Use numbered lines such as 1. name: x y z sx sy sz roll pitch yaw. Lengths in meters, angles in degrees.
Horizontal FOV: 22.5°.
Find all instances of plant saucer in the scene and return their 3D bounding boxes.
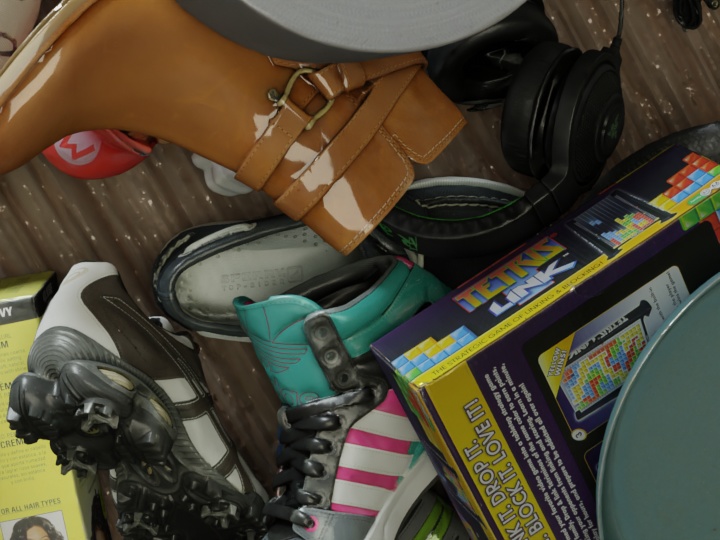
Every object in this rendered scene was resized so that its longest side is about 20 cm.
1. plant saucer: 0.184 0.074 0.781 0.200 0.027 0.201 -8 112 -20

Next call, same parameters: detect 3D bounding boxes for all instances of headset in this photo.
1. headset: 0.082 -0.086 0.856 0.200 0.094 0.124 -41 60 -2

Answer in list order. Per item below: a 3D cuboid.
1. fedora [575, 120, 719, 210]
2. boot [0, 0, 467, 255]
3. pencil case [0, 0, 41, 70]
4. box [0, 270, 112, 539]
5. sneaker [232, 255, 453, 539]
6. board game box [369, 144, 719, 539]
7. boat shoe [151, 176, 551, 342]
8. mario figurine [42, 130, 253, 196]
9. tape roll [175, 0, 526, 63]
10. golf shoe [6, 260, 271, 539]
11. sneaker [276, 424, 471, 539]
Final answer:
1. fedora: 0.195 -0.010 0.869 0.200 0.092 0.201 4 123 5
2. boot: -0.059 -0.063 0.765 0.200 0.077 0.155 -44 101 -29
3. pencil case: -0.192 -0.101 0.830 0.078 0.089 0.201 14 98 -27
4. box: -0.153 0.105 0.867 0.050 0.075 0.201 -11 100 -1
5. sneaker: -0.022 0.067 0.798 0.121 0.084 0.200 49 63 -20
6. board game box: 0.120 0.073 0.799 0.165 0.057 0.200 -32 118 -9
7. boat shoe: 0.000 0.000 0.875 0.199 0.060 0.076 -12 99 -4
8. mario figurine: -0.067 -0.117 0.826 0.200 0.106 0.123 -44 66 -7
9. tape roll: -0.004 -0.183 0.713 0.200 0.066 0.201 -1 91 -23
10. golf shoe: -0.087 0.072 0.849 0.078 0.095 0.200 -9 143 17
11. sneaker: 0.024 0.134 0.901 0.083 0.071 0.200 -34 99 -21
